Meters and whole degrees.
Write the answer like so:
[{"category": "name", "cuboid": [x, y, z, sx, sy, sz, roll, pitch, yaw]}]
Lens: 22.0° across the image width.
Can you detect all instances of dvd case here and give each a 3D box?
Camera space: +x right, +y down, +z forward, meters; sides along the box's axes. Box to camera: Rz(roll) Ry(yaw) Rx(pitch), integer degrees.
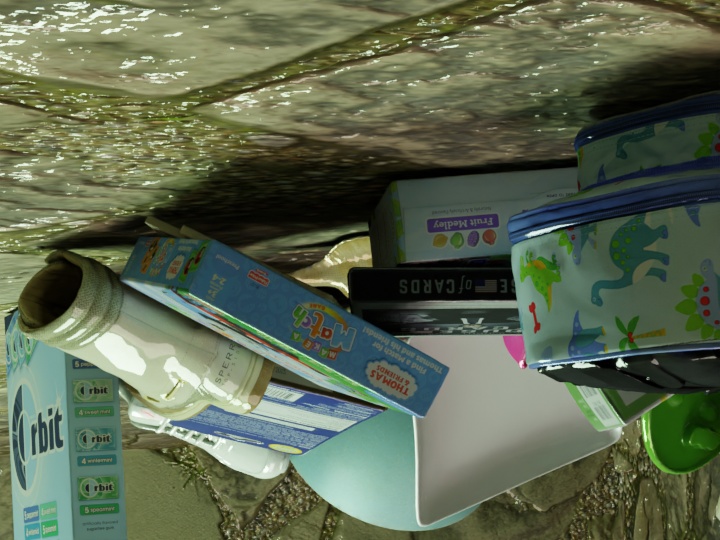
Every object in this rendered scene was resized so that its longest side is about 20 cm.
[{"category": "dvd case", "cuboid": [0.068, 0.021, 1.141, 0.149, 0.025, 0.200, -1, 172, 1]}]

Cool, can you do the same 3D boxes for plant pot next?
[{"category": "plant pot", "cuboid": [0.042, 0.097, 1.555, 0.198, 0.201, 0.135, -2, 139, -24]}]

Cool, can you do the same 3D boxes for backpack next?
[{"category": "backpack", "cuboid": [0.175, -0.011, 0.935, 0.199, 0.148, 0.182, -3, 173, -43]}]

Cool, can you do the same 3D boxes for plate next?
[{"category": "plate", "cuboid": [0.120, 0.088, 1.463, 0.198, 0.201, 0.032, -20, -141, -20]}]

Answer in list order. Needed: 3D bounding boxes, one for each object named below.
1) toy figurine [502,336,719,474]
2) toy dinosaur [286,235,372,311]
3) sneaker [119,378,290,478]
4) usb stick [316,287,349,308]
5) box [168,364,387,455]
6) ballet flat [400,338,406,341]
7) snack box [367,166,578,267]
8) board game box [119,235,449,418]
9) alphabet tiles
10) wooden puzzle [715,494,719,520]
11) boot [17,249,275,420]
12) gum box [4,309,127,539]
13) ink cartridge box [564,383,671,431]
[{"category": "toy figurine", "cuboid": [0.189, 0.045, 1.318, 0.183, 0.151, 0.199, 24, 180, 39]}, {"category": "toy dinosaur", "cuboid": [0.000, 0.000, 1.292, 0.198, 0.059, 0.101, -12, 155, 11]}, {"category": "sneaker", "cuboid": [-0.146, 0.121, 1.562, 0.199, 0.078, 0.099, 29, -155, 32]}, {"category": "usb stick", "cuboid": [0.006, 0.017, 1.415, 0.198, 0.033, 0.055, -9, 170, 22]}, {"category": "box", "cuboid": [-0.067, 0.100, 1.413, 0.120, 0.033, 0.200, 15, 159, -16]}, {"category": "ballet flat", "cuboid": [0.100, 0.026, 1.487, 0.199, 0.076, 0.064, -3, 142, -48]}, {"category": "snack box", "cuboid": [0.110, -0.026, 1.123, 0.198, 0.053, 0.142, -5, 174, -6]}, {"category": "board game box", "cuboid": [-0.051, 0.029, 1.076, 0.151, 0.037, 0.200, 29, 174, -16]}, {"category": "alphabet tiles", "cuboid": [-0.044, 0.017, 1.146, 0.166, 0.008, 0.200, 25, 174, 13]}, {"category": "wooden puzzle", "cuboid": [0.323, 0.067, 1.255, 0.199, 0.046, 0.186, -23, 142, -21]}, {"category": "boot", "cuboid": [-0.159, 0.043, 1.241, 0.154, 0.073, 0.200, 24, 167, -24]}, {"category": "gum box", "cuboid": [-0.223, 0.121, 1.394, 0.044, 0.202, 0.170, -1, 170, -25]}, {"category": "ink cartridge box", "cuboid": [0.219, 0.020, 1.135, 0.199, 0.060, 0.104, -33, 176, -5]}]
